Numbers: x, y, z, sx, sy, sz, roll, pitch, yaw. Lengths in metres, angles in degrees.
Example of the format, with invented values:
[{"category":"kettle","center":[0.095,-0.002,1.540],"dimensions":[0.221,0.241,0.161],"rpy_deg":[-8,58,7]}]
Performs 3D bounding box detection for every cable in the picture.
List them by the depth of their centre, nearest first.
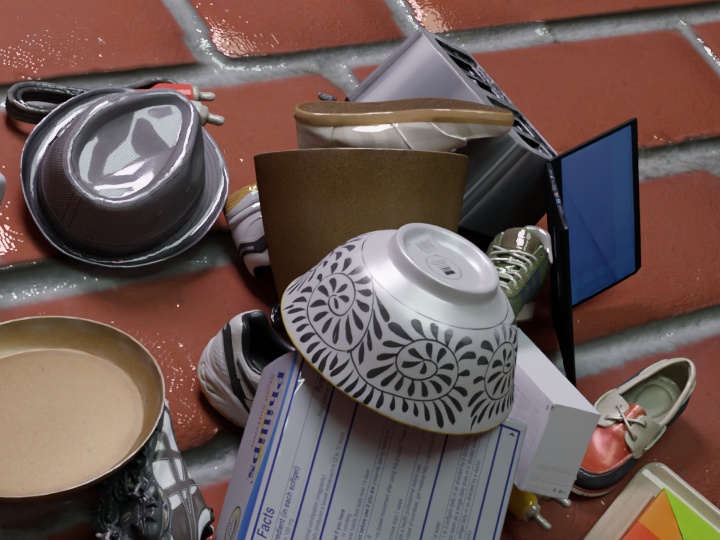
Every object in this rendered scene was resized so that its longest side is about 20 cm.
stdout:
[{"category":"cable","center":[0.098,0.150,1.650],"dimensions":[0.200,0.050,0.097],"rpy_deg":[34,41,3]},{"category":"cable","center":[-0.227,-0.162,1.753],"dimensions":[0.200,0.050,0.097],"rpy_deg":[13,45,-22]}]

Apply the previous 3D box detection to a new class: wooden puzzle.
[{"category":"wooden puzzle","center":[0.288,0.272,1.655],"dimensions":[0.185,0.037,0.200],"rpy_deg":[40,41,10]}]

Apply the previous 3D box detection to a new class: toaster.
[{"category":"toaster","center":[0.091,-0.127,1.825],"dimensions":[0.181,0.119,0.200],"rpy_deg":[51,16,23]}]

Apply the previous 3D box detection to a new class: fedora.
[{"category":"fedora","center":[-0.200,-0.098,1.646],"dimensions":[0.200,0.090,0.177],"rpy_deg":[-37,81,-30]}]

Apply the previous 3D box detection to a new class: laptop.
[{"category":"laptop","center":[0.230,-0.018,1.785],"dimensions":[0.103,0.177,0.200],"rpy_deg":[-7,31,1]}]

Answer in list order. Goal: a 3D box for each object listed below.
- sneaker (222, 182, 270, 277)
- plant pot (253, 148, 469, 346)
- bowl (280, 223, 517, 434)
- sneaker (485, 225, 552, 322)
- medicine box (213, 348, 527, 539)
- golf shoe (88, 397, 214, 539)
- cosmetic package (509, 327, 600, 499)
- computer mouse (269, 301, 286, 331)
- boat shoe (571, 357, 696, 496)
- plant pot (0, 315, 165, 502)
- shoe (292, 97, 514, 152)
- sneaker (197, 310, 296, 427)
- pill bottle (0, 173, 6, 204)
[{"category":"sneaker","center":[-0.036,-0.033,1.752],"dimensions":[0.200,0.076,0.088],"rpy_deg":[-5,70,-34]},{"category":"plant pot","center":[0.000,0.000,1.628],"dimensions":[0.186,0.186,0.200],"rpy_deg":[0,90,-32]},{"category":"bowl","center":[0.049,0.026,1.450],"dimensions":[0.201,0.094,0.201],"rpy_deg":[22,28,-12]},{"category":"sneaker","center":[0.125,0.003,1.675],"dimensions":[0.067,0.090,0.200],"rpy_deg":[23,13,15]},{"category":"medicine box","center":[0.005,0.180,1.462],"dimensions":[0.200,0.103,0.182],"rpy_deg":[20,73,-13]},{"category":"golf shoe","center":[-0.161,0.174,1.460],"dimensions":[0.094,0.078,0.200],"rpy_deg":[48,20,-30]},{"category":"cosmetic package","center":[0.138,0.115,1.621],"dimensions":[0.051,0.083,0.200],"rpy_deg":[13,16,-20]},{"category":"computer mouse","center":[0.009,0.046,1.723],"dimensions":[0.200,0.034,0.059],"rpy_deg":[4,64,-22]},{"category":"boat shoe","center":[0.247,0.141,1.744],"dimensions":[0.071,0.063,0.200],"rpy_deg":[45,43,13]},{"category":"plant pot","center":[-0.249,0.109,1.444],"dimensions":[0.200,0.028,0.200],"rpy_deg":[-1,40,1]},{"category":"shoe","center":[0.039,-0.126,1.711],"dimensions":[0.200,0.053,0.070],"rpy_deg":[0,15,4]},{"category":"sneaker","center":[-0.048,0.117,1.553],"dimensions":[0.200,0.088,0.076],"rpy_deg":[41,39,9]},{"category":"pill bottle","center":[-0.400,-0.083,1.529],"dimensions":[0.200,0.114,0.114],"rpy_deg":[33,40,3]}]
